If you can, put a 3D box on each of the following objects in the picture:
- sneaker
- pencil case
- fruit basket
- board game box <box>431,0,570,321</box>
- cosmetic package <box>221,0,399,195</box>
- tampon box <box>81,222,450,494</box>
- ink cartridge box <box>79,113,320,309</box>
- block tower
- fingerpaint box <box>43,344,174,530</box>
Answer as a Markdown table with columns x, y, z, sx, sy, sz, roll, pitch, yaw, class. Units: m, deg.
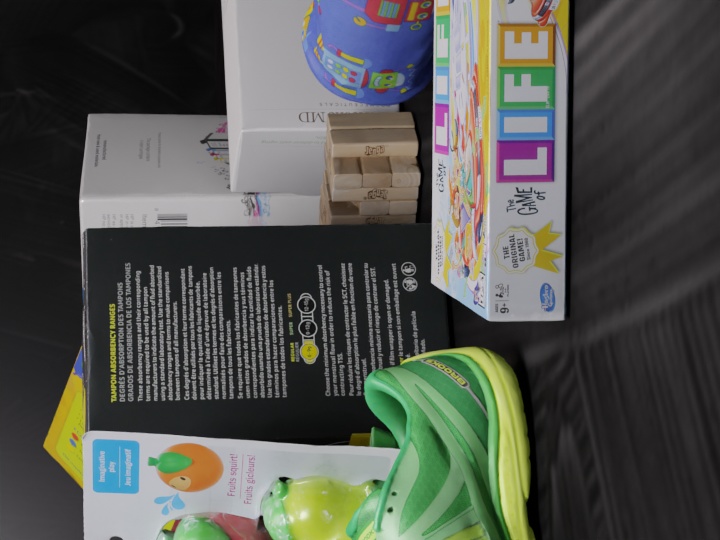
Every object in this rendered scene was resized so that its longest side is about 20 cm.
| x | y | z | sx | sy | sz | roll | pitch | yaw | class |
| --- | --- | --- | --- | --- | --- | --- | --- | --- | --- |
| 0.036 | 0.129 | 0.839 | 0.074 | 0.083 | 0.200 | 103 | 164 | -58 | sneaker |
| 0.015 | -0.167 | 0.985 | 0.200 | 0.078 | 0.087 | 104 | 163 | -62 | pencil case |
| -0.036 | 0.153 | 0.947 | 0.094 | 0.200 | 0.185 | -98 | 11 | -48 | fruit basket |
| 0.059 | -0.085 | 0.834 | 0.134 | 0.034 | 0.200 | -142 | 52 | -81 | board game box |
| -0.036 | -0.155 | 1.264 | 0.085 | 0.107 | 0.200 | 105 | 161 | -61 | cosmetic package |
| -0.057 | 0.060 | 1.091 | 0.150 | 0.200 | 0.127 | 107 | 161 | -67 | tampon box |
| -0.094 | -0.018 | 1.359 | 0.145 | 0.200 | 0.148 | -101 | 12 | -62 | ink cartridge box |
| 0.000 | 0.000 | 1.200 | 0.054 | 0.058 | 0.200 | -100 | 11 | -53 | block tower |
| -0.100 | 0.131 | 1.235 | 0.200 | 0.073 | 0.167 | 45 | 147 | 10 | fingerpaint box |
